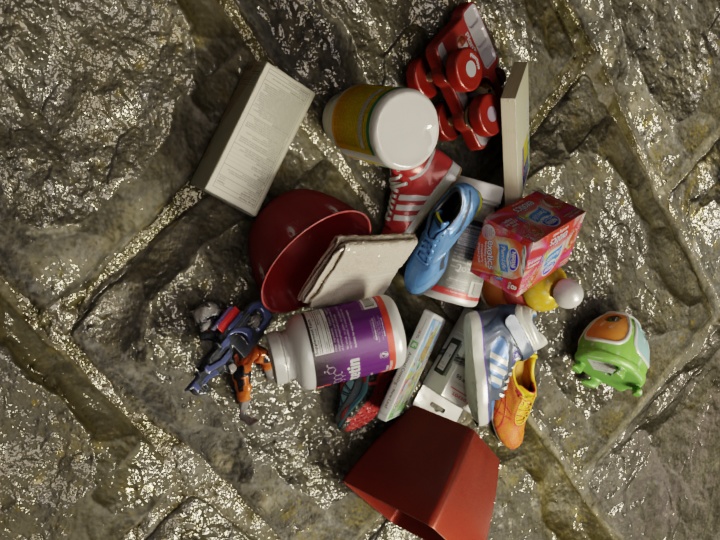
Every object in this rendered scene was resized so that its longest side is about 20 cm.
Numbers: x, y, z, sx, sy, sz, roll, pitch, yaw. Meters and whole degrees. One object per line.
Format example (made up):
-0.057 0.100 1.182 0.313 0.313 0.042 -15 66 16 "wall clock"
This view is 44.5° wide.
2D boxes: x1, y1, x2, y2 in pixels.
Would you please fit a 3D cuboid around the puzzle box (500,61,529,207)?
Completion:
0.257 -0.222 1.452 0.134 0.025 0.203 -65 153 -49 "puzzle box"

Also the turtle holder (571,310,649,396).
0.500 0.163 1.688 0.184 0.140 0.133 30 70 -22 "turtle holder"

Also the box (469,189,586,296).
0.273 -0.048 1.422 0.199 0.095 0.101 -26 137 -49 "box"

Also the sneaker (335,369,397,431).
0.005 0.178 1.457 0.078 0.096 0.202 0 127 -37 "sneaker"

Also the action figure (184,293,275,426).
-0.203 0.138 1.320 0.200 0.104 0.196 -44 116 -41 "action figure"

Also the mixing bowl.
-0.093 -0.046 1.306 0.199 0.109 0.201 -33 154 -18 "mixing bowl"

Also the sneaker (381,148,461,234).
0.060 -0.121 1.419 0.112 0.071 0.201 37 100 -12 "sneaker"

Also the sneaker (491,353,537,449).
0.287 0.240 1.624 0.072 0.077 0.204 -9 108 -28 "sneaker"

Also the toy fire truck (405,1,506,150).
0.178 -0.310 1.425 0.168 0.111 0.201 -50 122 -30 "toy fire truck"

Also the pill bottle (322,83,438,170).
0.021 -0.216 1.298 0.111 0.199 0.115 -7 106 -26 "pill bottle"

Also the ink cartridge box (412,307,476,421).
0.192 0.183 1.563 0.115 0.068 0.202 31 87 -29 "ink cartridge box"

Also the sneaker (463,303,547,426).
0.253 0.158 1.491 0.144 0.081 0.204 -6 97 -9 "sneaker"

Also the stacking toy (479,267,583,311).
0.305 0.026 1.510 0.144 0.199 0.149 -7 105 -26 "stacking toy"

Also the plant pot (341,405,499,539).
0.124 0.350 1.483 0.178 0.198 0.200 -58 137 -17 "plant pot"

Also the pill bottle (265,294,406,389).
-0.037 0.110 1.309 0.196 0.112 0.114 -13 108 -11 "pill bottle"

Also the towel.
0.000 0.000 1.344 0.198 0.035 0.133 -6 138 -50 "towel"

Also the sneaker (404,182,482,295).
0.116 -0.051 1.387 0.078 0.066 0.202 2 123 -59 "sneaker"

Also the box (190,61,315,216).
-0.157 -0.192 1.276 0.094 0.077 0.202 29 88 -30 "box"

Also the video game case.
0.087 0.156 1.447 0.022 0.200 0.184 24 89 12 "video game case"

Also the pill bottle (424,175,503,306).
0.166 -0.051 1.467 0.112 0.113 0.204 12 96 -30 "pill bottle"
